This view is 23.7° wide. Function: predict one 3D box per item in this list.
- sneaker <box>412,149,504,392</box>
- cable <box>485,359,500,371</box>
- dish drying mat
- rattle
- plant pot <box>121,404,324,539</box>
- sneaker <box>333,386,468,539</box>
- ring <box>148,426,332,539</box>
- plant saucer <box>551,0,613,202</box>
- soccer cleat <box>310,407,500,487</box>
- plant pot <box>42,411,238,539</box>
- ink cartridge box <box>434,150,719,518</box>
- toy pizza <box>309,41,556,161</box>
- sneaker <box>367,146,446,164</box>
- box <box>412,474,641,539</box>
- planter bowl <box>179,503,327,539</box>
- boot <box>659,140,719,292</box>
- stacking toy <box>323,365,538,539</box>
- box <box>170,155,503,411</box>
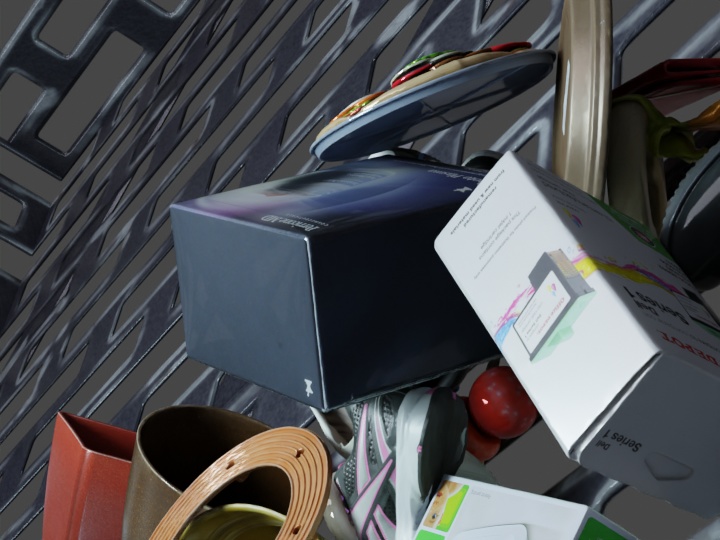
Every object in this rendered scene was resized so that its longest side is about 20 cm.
[{"bbox_3d":[0.083,0.013,1.361,0.112,0.072,0.202,-56,-21,-65],"label":"sneaker"},{"bbox_3d":[0.143,-0.017,1.356,0.097,0.050,0.202,110,179,-66],"label":"cable"},{"bbox_3d":[0.217,-0.127,1.288,0.200,0.076,0.018,154,110,-72],"label":"dish drying mat"},{"bbox_3d":[0.233,-0.025,1.184,0.131,0.141,0.202,87,-175,-60],"label":"rattle"},{"bbox_3d":[-0.143,0.258,1.557,0.187,0.185,0.202,-105,34,-65],"label":"plant pot"},{"bbox_3d":[0.023,0.165,1.205,0.086,0.080,0.203,17,110,33],"label":"sneaker"},{"bbox_3d":[-0.094,0.198,1.240,0.200,0.019,0.201,-35,27,21],"label":"ring"},{"bbox_3d":[0.154,-0.111,1.205,0.200,0.029,0.203,3,-90,-88],"label":"plant saucer"},{"bbox_3d":[0.027,0.137,1.256,0.070,0.200,0.077,-56,-26,17],"label":"soccer cleat"},{"bbox_3d":[-0.222,0.268,1.714,0.200,0.198,0.178,-160,87,-71],"label":"plant pot"},{"bbox_3d":[0.152,0.037,1.032,0.084,0.144,0.201,-50,41,18],"label":"ink cartridge box"},{"bbox_3d":[0.052,-0.132,1.287,0.198,0.032,0.200,-21,-4,-2],"label":"toy pizza"},{"bbox_3d":[0.054,-0.025,1.437,0.075,0.201,0.078,3,53,31],"label":"sneaker"},{"bbox_3d":[0.090,0.235,1.065,0.178,0.096,0.200,-61,19,-11],"label":"box"},{"bbox_3d":[-0.056,0.268,1.347,0.201,0.201,0.083,-48,-15,31],"label":"planter bowl"},{"bbox_3d":[0.276,-0.037,1.051,0.166,0.065,0.200,-60,22,6],"label":"boot"},{"bbox_3d":[0.061,0.143,1.324,0.200,0.085,0.086,-42,24,27],"label":"stacking toy"},{"bbox_3d":[0.000,0.000,1.204,0.199,0.197,0.125,13,115,56],"label":"box"}]
